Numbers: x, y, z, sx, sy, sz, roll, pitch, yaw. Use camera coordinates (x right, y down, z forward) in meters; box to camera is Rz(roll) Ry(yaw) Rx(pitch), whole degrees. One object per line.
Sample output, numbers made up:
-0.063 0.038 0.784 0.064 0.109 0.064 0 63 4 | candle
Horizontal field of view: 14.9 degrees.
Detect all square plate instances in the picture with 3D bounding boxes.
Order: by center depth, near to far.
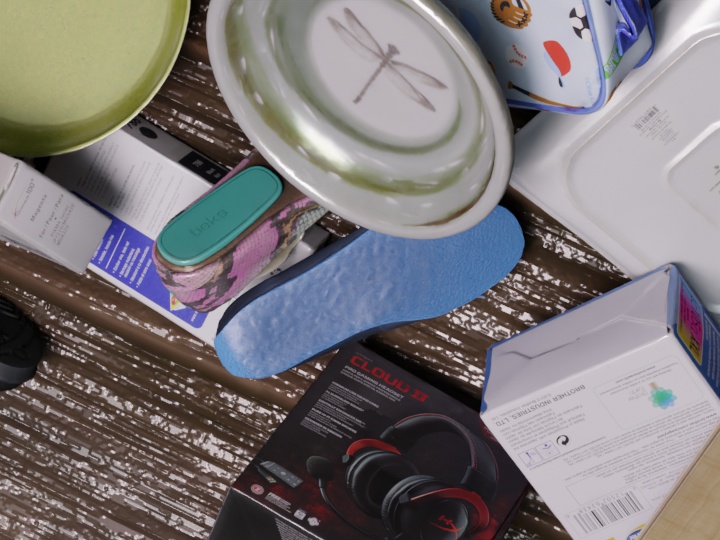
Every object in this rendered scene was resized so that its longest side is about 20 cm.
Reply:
0.210 -0.059 1.593 0.198 0.028 0.200 38 119 -17 | square plate

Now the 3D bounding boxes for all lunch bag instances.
0.082 -0.180 1.521 0.160 0.076 0.201 7 129 36 | lunch bag

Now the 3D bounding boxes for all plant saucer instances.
0.008 -0.109 1.548 0.199 0.050 0.201 24 140 21 | plant saucer
-0.197 -0.169 1.701 0.199 0.031 0.201 0 89 13 | plant saucer

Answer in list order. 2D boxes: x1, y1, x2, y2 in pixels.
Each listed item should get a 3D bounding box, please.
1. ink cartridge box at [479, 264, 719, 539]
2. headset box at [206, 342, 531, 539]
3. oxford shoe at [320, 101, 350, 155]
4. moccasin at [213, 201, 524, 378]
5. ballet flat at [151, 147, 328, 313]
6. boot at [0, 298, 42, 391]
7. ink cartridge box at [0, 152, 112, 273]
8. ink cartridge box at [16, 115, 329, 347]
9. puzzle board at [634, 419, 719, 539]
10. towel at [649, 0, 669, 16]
0.180 0.111 1.652 0.136 0.076 0.200 -25 116 25 | ink cartridge box
0.013 0.139 1.674 0.148 0.200 0.075 30 127 8 | headset box
-0.039 -0.161 1.632 0.075 0.070 0.200 -30 81 -2 | oxford shoe
0.000 0.000 1.687 0.199 0.068 0.081 -19 102 -4 | moccasin
-0.040 -0.048 1.679 0.200 0.071 0.069 -41 55 -11 | ballet flat
-0.318 0.068 1.837 0.198 0.073 0.163 33 114 14 | boot
-0.275 -0.073 1.683 0.200 0.173 0.044 21 80 41 | ink cartridge box
-0.127 -0.031 1.752 0.200 0.039 0.100 32 116 5 | ink cartridge box
0.264 0.125 1.600 0.150 0.017 0.200 25 115 -17 | puzzle board
0.198 -0.170 1.575 0.112 0.049 0.200 39 119 -7 | towel
